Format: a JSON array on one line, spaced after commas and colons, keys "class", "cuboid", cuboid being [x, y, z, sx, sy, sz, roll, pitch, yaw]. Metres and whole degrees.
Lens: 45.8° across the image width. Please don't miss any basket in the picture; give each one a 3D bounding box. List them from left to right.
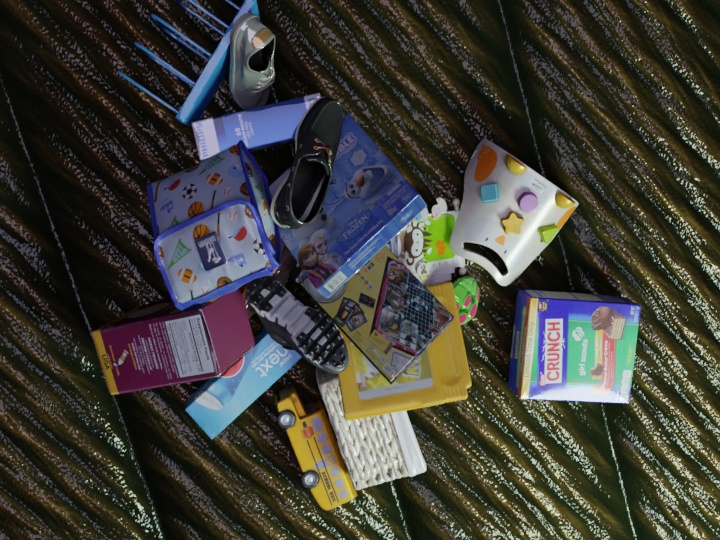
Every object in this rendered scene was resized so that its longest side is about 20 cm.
[{"class": "basket", "cuboid": [0.012, 0.233, 1.369, 0.121, 0.136, 0.204, -20, 99, -3]}]

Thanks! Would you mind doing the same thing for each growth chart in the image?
[{"class": "growth chart", "cuboid": [0.099, -0.030, 1.366, 0.197, 0.018, 0.148, -24, 108, -34]}]

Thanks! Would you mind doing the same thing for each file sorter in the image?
[{"class": "file sorter", "cuboid": [-0.251, -0.334, 1.257, 0.121, 0.139, 0.202, 32, 92, -7]}]

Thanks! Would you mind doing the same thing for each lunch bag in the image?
[{"class": "lunch bag", "cuboid": [-0.207, -0.059, 1.223, 0.167, 0.124, 0.204, -22, 58, 9]}]

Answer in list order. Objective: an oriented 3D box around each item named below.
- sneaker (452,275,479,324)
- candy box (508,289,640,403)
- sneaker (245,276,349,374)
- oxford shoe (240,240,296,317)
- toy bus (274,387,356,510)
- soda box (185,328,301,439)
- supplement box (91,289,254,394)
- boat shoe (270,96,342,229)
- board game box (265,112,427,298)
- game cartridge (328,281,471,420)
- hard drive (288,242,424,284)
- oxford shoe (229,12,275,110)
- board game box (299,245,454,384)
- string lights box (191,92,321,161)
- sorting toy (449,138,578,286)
[{"class": "sneaker", "cuboid": [0.116, 0.074, 1.392, 0.199, 0.083, 0.078, -39, 121, -19]}, {"class": "candy box", "cuboid": [0.357, 0.127, 1.432, 0.194, 0.077, 0.174, 4, 98, -7]}, {"class": "sneaker", "cuboid": [-0.090, 0.092, 1.286, 0.199, 0.091, 0.066, 37, 68, 22]}, {"class": "oxford shoe", "cuboid": [-0.160, 0.042, 1.355, 0.072, 0.071, 0.202, 33, 95, -20]}, {"class": "toy bus", "cuboid": [-0.077, 0.288, 1.399, 0.077, 0.065, 0.204, -21, 100, -5]}, {"class": "soda box", "cuboid": [-0.187, 0.172, 1.370, 0.199, 0.064, 0.068, -42, 101, -1]}, {"class": "supplement box", "cuboid": [-0.279, 0.104, 1.279, 0.195, 0.131, 0.106, -11, 100, 20]}, {"class": "boat shoe", "cuboid": [-0.065, -0.155, 1.223, 0.073, 0.062, 0.206, 29, 75, -34]}, {"class": "board game box", "cuboid": [-0.034, -0.100, 1.263, 0.199, 0.043, 0.200, -42, 57, 4]}, {"class": "game cartridge", "cuboid": [0.058, 0.119, 1.280, 0.195, 0.033, 0.181, -11, 74, 0]}, {"class": "hard drive", "cuboid": [0.000, 0.000, 1.351, 0.198, 0.038, 0.141, 34, 91, -33]}, {"class": "oxford shoe", "cuboid": [-0.153, -0.291, 1.250, 0.057, 0.201, 0.075, 38, 68, 12]}, {"class": "board game box", "cuboid": [0.024, 0.047, 1.264, 0.135, 0.035, 0.200, -43, 78, -6]}, {"class": "string lights box", "cuboid": [-0.153, -0.217, 1.302, 0.195, 0.103, 0.060, -15, 96, -5]}, {"class": "sorting toy", "cuboid": [0.238, -0.078, 1.381, 0.197, 0.107, 0.182, 31, 100, -10]}]
